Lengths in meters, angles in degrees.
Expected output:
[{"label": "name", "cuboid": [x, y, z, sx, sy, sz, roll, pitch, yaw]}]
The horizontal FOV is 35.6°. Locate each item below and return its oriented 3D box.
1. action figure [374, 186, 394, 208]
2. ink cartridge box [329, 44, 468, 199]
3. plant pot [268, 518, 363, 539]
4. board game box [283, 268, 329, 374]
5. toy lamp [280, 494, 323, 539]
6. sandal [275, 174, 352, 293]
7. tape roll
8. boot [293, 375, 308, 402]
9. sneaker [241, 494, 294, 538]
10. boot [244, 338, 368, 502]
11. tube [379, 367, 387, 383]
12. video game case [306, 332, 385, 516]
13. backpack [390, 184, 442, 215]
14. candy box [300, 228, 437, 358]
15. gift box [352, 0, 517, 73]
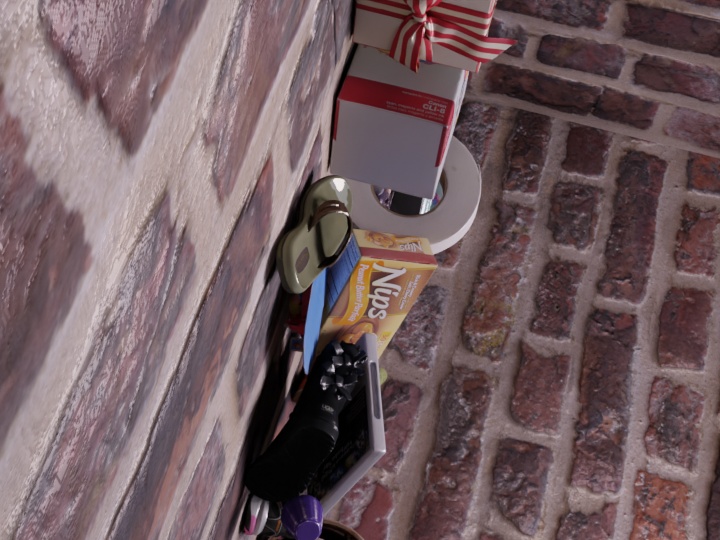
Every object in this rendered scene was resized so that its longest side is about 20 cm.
[{"label": "action figure", "cuboid": [0.029, -0.143, 1.834, 0.200, 0.069, 0.130, 104, -3, -48]}, {"label": "ink cartridge box", "cuboid": [0.057, -0.224, 1.457, 0.146, 0.144, 0.200, 97, 9, -54]}, {"label": "plant pot", "cuboid": [-0.077, 0.498, 1.799, 0.198, 0.200, 0.201, 114, -8, -78]}, {"label": "board game box", "cuboid": [-0.070, 0.027, 1.398, 0.158, 0.039, 0.201, 81, 17, -75]}, {"label": "toy lamp", "cuboid": [-0.088, 0.298, 1.498, 0.200, 0.058, 0.058, -131, -128, -67]}, {"label": "sandal", "cuboid": [-0.039, -0.040, 1.282, 0.080, 0.057, 0.201, 65, 27, -27]}, {"label": "tape roll", "cuboid": [0.068, -0.114, 1.562, 0.037, 0.202, 0.203, 94, 12, -65]}, {"label": "boot", "cuboid": [-0.059, 0.163, 1.743, 0.200, 0.075, 0.108, 123, -20, -80]}, {"label": "sneaker", "cuboid": [-0.108, 0.344, 1.598, 0.200, 0.086, 0.081, -46, 152, -81]}, {"label": "boot", "cuboid": [-0.067, 0.190, 1.444, 0.198, 0.073, 0.163, -51, -166, 40]}, {"label": "tube", "cuboid": [0.038, 0.328, 3.316, 0.058, 0.052, 0.200, 64, 12, 1]}, {"label": "video game case", "cuboid": [-0.025, 0.212, 1.515, 0.200, 0.023, 0.182, -52, -149, 43]}, {"label": "backpack", "cuboid": [0.114, -0.161, 2.225, 0.200, 0.153, 0.176, -90, -171, -85]}, {"label": "candy box", "cuboid": [0.007, 0.036, 1.514, 0.200, 0.115, 0.055, -61, -144, 38]}, {"label": "gift box", "cuboid": [0.102, -0.356, 1.325, 0.185, 0.199, 0.187, 89, 17, -54]}]
